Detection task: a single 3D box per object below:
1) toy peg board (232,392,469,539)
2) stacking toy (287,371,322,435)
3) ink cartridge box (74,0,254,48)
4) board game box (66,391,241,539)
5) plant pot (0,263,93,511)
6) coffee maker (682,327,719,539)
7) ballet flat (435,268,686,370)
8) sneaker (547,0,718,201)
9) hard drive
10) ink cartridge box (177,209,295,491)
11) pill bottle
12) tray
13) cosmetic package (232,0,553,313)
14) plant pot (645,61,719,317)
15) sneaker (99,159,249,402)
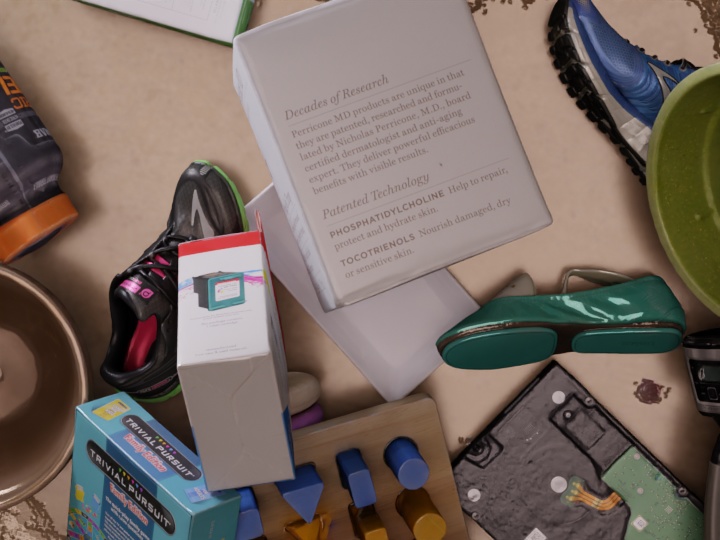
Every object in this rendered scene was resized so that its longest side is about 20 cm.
[{"bbox_3d":[-0.008,0.223,1.095,0.200,0.098,0.200,-16,106,-9],"label":"toy peg board"},{"bbox_3d":[-0.055,0.187,1.163,0.085,0.085,0.200,-11,100,3],"label":"stacking toy"},{"bbox_3d":[-0.177,-0.252,1.140,0.200,0.059,0.104,16,94,2],"label":"ink cartridge box"},{"bbox_3d":[-0.164,0.217,1.106,0.151,0.047,0.200,34,126,37],"label":"board game box"},{"bbox_3d":[-0.305,0.088,1.155,0.200,0.093,0.201,0,94,4],"label":"plant pot"},{"bbox_3d":[0.336,0.138,1.117,0.135,0.192,0.200,-2,91,40],"label":"coffee maker"},{"bbox_3d":[0.154,0.035,1.144,0.200,0.067,0.071,-4,57,-5],"label":"ballet flat"},{"bbox_3d":[0.223,-0.141,1.130,0.089,0.079,0.200,-40,100,-2],"label":"sneaker"},{"bbox_3d":[0.180,0.189,1.168,0.200,0.038,0.140,43,95,0],"label":"hard drive"},{"bbox_3d":[-0.093,0.053,1.075,0.067,0.200,0.116,-9,122,-1],"label":"ink cartridge box"},{"bbox_3d":[-0.305,-0.104,1.135,0.106,0.106,0.200,-34,93,5],"label":"pill bottle"},{"bbox_3d":[0.000,0.000,1.170,0.107,0.022,0.200,-41,92,6],"label":"tray"},{"bbox_3d":[0.017,-0.091,1.072,0.166,0.167,0.200,-21,88,-6],"label":"cosmetic package"},{"bbox_3d":[0.347,-0.074,1.056,0.190,0.200,0.200,-19,94,-31],"label":"plant pot"},{"bbox_3d":[-0.148,0.011,1.140,0.077,0.084,0.200,20,94,29],"label":"sneaker"}]
